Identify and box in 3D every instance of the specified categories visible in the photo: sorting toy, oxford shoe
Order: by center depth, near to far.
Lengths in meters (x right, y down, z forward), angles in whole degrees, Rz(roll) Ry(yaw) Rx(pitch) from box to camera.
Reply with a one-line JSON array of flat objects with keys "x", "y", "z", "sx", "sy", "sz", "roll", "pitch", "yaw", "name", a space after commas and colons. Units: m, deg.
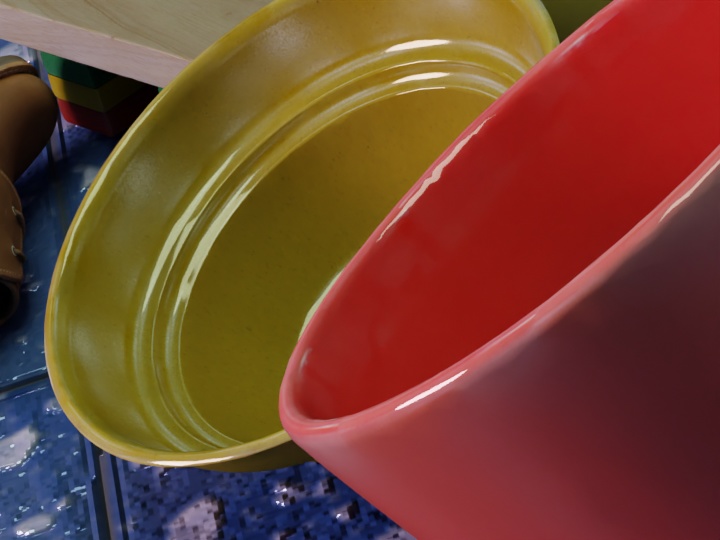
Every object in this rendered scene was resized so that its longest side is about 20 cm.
[{"x": -0.153, "y": -0.011, "z": 1.124, "sx": 0.071, "sy": 0.072, "sz": 0.200, "roll": 20, "pitch": 41, "yaw": 7, "name": "oxford shoe"}, {"x": -0.026, "y": -0.117, "z": 1.202, "sx": 0.198, "sy": 0.070, "sz": 0.199, "roll": -37, "pitch": 36, "yaw": -29, "name": "sorting toy"}]

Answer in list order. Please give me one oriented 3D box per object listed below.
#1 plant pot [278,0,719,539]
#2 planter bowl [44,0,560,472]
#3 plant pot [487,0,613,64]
[{"x": 0.108, "y": 0.032, "z": 0.752, "sx": 0.200, "sy": 0.177, "sz": 0.201, "roll": -41, "pitch": 14, "yaw": 12, "name": "plant pot"}, {"x": 0.000, "y": 0.000, "z": 0.966, "sx": 0.200, "sy": 0.083, "sz": 0.201, "roll": -25, "pitch": 41, "yaw": 23, "name": "planter bowl"}, {"x": 0.158, "y": -0.128, "z": 1.025, "sx": 0.188, "sy": 0.202, "sz": 0.201, "roll": 10, "pitch": 38, "yaw": 13, "name": "plant pot"}]
